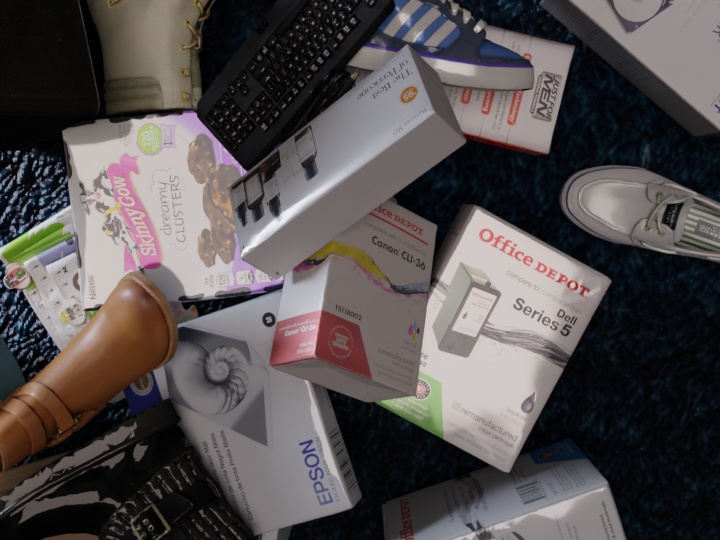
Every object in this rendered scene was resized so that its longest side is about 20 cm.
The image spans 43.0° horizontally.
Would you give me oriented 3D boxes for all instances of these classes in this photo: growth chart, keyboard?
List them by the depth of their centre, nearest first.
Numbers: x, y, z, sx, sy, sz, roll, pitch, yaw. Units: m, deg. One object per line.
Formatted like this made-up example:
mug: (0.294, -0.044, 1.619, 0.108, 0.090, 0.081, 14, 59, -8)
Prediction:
keyboard: (-0.051, -0.164, 0.747, 0.104, 0.040, 0.200, 44, 115, -2)
growth chart: (-0.250, 0.030, 0.882, 0.144, 0.018, 0.201, -36, 95, 2)

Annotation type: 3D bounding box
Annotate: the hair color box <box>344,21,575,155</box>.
hair color box: (0.085, -0.177, 0.843, 0.197, 0.061, 0.103, 14, 95, 0)

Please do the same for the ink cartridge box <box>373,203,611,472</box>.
ink cartridge box: (0.117, 0.058, 0.850, 0.144, 0.084, 0.202, 27, 94, -2)

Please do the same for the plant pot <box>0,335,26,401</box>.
plant pot: (-0.382, 0.120, 0.819, 0.134, 0.200, 0.201, 34, 95, -38)

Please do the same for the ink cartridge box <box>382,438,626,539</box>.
ink cartridge box: (0.127, 0.240, 0.834, 0.198, 0.145, 0.085, -19, 95, 2)

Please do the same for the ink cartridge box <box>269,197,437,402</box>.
ink cartridge box: (0.000, 0.000, 0.796, 0.116, 0.067, 0.203, 24, 63, -35)

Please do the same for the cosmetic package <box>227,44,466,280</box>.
cosmetic package: (-0.017, -0.084, 0.732, 0.199, 0.050, 0.083, -35, 51, 22)

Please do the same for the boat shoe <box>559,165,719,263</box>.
boat shoe: (0.287, -0.054, 0.850, 0.197, 0.067, 0.075, 12, 94, -1)

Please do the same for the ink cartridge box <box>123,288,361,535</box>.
ink cartridge box: (-0.121, 0.139, 0.818, 0.198, 0.041, 0.202, -20, 89, 16)

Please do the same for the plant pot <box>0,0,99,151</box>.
plant pot: (-0.350, -0.201, 0.739, 0.176, 0.199, 0.202, -14, 96, -39)

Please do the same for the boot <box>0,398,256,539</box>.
boot: (-0.208, 0.224, 0.762, 0.209, 0.079, 0.159, -29, 87, -7)

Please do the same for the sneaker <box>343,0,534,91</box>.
sneaker: (0.059, -0.235, 0.765, 0.197, 0.081, 0.149, 11, 100, 6)

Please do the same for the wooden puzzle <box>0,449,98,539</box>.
wooden puzzle: (-0.296, 0.263, 0.841, 0.198, 0.037, 0.188, -8, 103, -40)

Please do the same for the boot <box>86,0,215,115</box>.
boot: (-0.151, -0.225, 0.834, 0.197, 0.072, 0.157, -8, 94, 6)

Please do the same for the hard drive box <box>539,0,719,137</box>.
hard drive box: (0.291, -0.247, 0.830, 0.199, 0.077, 0.156, 38, 94, -3)

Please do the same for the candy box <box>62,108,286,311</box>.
candy box: (-0.160, -0.057, 0.838, 0.197, 0.072, 0.170, -6, 93, -5)

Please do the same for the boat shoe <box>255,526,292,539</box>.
boat shoe: (-0.102, 0.170, 0.873, 0.090, 0.071, 0.203, 7, 95, 12)

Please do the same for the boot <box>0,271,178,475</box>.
boot: (-0.238, 0.093, 0.749, 0.074, 0.154, 0.200, 46, 136, 7)
